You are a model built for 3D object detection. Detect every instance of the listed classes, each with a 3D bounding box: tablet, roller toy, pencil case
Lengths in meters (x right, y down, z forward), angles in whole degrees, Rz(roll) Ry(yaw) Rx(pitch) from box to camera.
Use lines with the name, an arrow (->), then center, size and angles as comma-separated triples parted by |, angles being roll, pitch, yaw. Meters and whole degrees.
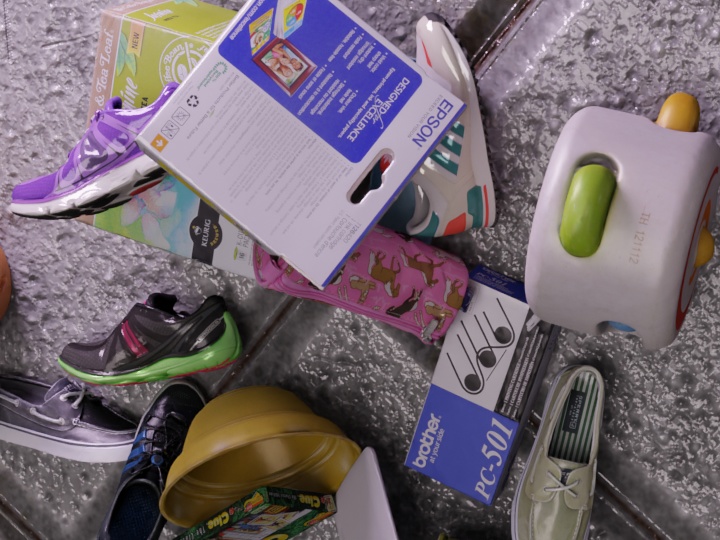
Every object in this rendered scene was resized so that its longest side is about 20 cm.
tablet -> 0.014, 0.281, 1.602 | 0.131, 0.013, 0.202 | 118, 142, -53
roller toy -> 0.225, -0.035, 1.423 | 0.138, 0.201, 0.184 | 15, 132, 16
pencil case -> 0.000, 0.000, 1.502 | 0.198, 0.087, 0.083 | 20, 105, -29

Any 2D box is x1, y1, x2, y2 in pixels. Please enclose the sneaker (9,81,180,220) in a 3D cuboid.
sneaker -> -0.220, -0.102, 1.499 | 0.198, 0.081, 0.084 | -24, 83, 17

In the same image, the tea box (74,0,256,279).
tea box -> -0.136, -0.125, 1.562 | 0.195, 0.134, 0.202 | 17, 111, 16

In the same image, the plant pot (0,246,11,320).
plant pot -> -0.443, 0.024, 1.723 | 0.198, 0.140, 0.203 | 6, 107, 20

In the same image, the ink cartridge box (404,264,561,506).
ink cartridge box -> 0.115, 0.106, 1.582 | 0.093, 0.044, 0.202 | 24, 113, 15

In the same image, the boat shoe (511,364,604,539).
boat shoe -> 0.175, 0.178, 1.520 | 0.071, 0.062, 0.203 | 9, 78, 4

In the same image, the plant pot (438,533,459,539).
plant pot -> 0.161, 0.350, 1.569 | 0.190, 0.201, 0.203 | 4, 107, 8

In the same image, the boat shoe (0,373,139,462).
boat shoe -> -0.298, 0.144, 1.745 | 0.198, 0.072, 0.069 | 11, 108, 23

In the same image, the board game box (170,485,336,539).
board game box -> -0.127, 0.264, 1.685 | 0.199, 0.104, 0.024 | -33, 62, 31

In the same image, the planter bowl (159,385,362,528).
planter bowl -> -0.103, 0.167, 1.638 | 0.199, 0.200, 0.084 | -33, 58, 26

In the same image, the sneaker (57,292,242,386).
sneaker -> -0.206, 0.067, 1.691 | 0.198, 0.077, 0.085 | -11, 84, 20

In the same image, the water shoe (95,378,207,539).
water shoe -> -0.194, 0.199, 1.661 | 0.071, 0.079, 0.202 | 22, 74, -7

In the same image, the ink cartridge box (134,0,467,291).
ink cartridge box -> -0.049, -0.119, 1.421 | 0.199, 0.047, 0.198 | 39, 83, 1

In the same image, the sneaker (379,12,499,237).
sneaker -> 0.059, -0.119, 1.494 | 0.092, 0.070, 0.202 | -16, 114, -5

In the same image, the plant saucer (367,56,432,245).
plant saucer -> 0.046, -0.094, 1.565 | 0.069, 0.019, 0.202 | 16, 110, 16
